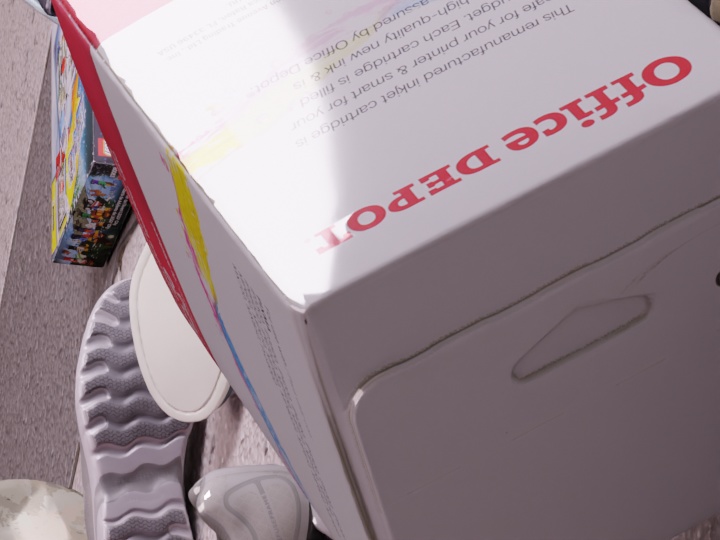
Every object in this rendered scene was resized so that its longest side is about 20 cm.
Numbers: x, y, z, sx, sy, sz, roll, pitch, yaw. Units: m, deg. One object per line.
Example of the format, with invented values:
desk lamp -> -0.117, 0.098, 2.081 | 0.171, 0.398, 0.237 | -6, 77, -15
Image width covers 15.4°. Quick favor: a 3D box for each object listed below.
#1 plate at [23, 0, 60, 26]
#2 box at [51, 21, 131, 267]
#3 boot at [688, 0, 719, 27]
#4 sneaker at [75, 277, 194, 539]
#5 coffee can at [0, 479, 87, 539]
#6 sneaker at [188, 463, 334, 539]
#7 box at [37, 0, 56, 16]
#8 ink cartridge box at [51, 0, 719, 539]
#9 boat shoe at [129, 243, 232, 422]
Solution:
plate -> -0.079, -0.129, 1.203 | 0.026, 0.199, 0.200 | -63, 24, 22
box -> -0.176, -0.122, 1.780 | 0.137, 0.037, 0.201 | 123, 148, -57
boot -> 0.115, -0.135, 0.771 | 0.154, 0.073, 0.205 | -146, 55, -74
sneaker -> -0.134, 0.104, 1.506 | 0.082, 0.074, 0.201 | 152, 121, -68
coffee can -> -0.217, 0.245, 1.611 | 0.200, 0.146, 0.147 | 113, 156, -44
sneaker -> -0.050, 0.182, 1.205 | 0.075, 0.081, 0.201 | -159, 74, -70
box -> -0.040, -0.172, 1.086 | 0.200, 0.196, 0.118 | -125, 43, -65
ink cartridge box -> 0.023, -0.018, 0.783 | 0.200, 0.145, 0.145 | 52, 165, 50
boat shoe -> -0.080, -0.020, 1.434 | 0.062, 0.072, 0.201 | -5, -85, -64
